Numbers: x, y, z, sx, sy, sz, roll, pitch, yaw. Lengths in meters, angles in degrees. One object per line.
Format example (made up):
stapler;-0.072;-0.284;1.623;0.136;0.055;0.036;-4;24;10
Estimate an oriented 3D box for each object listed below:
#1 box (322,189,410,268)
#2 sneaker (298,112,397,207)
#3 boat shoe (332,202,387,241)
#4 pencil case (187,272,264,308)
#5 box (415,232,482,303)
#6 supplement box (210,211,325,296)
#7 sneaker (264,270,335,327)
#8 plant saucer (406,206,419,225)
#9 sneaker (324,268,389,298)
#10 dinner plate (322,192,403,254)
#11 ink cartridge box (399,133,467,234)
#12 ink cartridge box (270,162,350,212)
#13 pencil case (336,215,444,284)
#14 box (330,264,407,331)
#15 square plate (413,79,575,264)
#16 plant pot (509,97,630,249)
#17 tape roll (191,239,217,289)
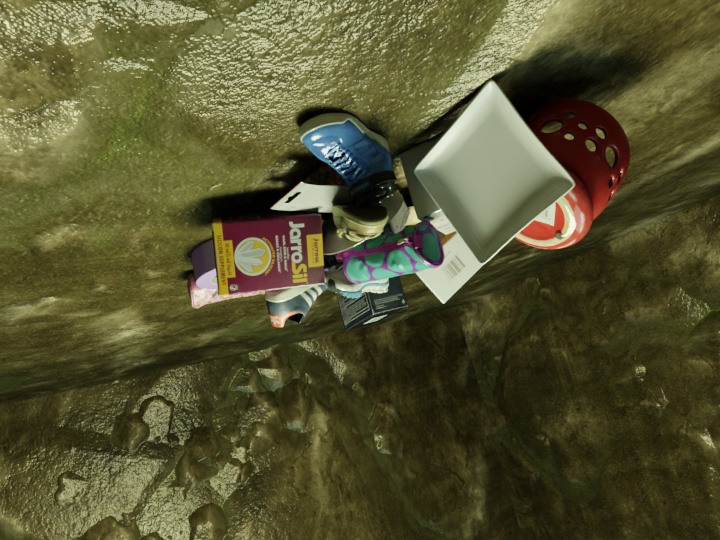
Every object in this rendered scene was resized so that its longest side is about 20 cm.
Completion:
box;-0.002;-0.083;1.085;0.196;0.061;0.118;-18;-152;30
sneaker;-0.010;-0.157;0.788;0.075;0.114;0.198;-22;166;29
boat shoe;-0.004;-0.074;0.859;0.071;0.065;0.200;-6;-167;-18
pencil case;-0.324;0.033;1.288;0.195;0.085;0.087;-12;168;-21
box;0.197;-0.036;1.276;0.152;0.106;0.200;-44;-164;4
supplement box;-0.170;-0.036;0.964;0.194;0.135;0.103;-7;-168;-14
sneaker;-0.117;0.055;1.053;0.073;0.087;0.198;10;-160;35
plant saucer;0.132;-0.121;1.184;0.194;0.037;0.200;-7;-179;0
sneaker;0.000;0.000;1.068;0.074;0.089;0.198;28;-160;28
dinner plate;-0.006;-0.102;1.022;0.196;0.025;0.202;-27;-154;14
ink cartridge box;0.177;-0.159;0.981;0.126;0.129;0.199;-21;166;23
ink cartridge box;-0.056;-0.147;0.923;0.196;0.052;0.108;-3;163;-42
pencil case;0.054;-0.031;0.945;0.091;0.088;0.197;22;155;-40
box;0.017;0.038;1.456;0.120;0.204;0.199;-11;167;-28
square plate;0.199;-0.147;0.813;0.028;0.202;0.198;-20;161;-48
plant pot;0.323;-0.150;0.878;0.184;0.200;0.200;-51;-176;-26
tape roll;-0.273;-0.020;1.164;0.194;0.068;0.200;-14;168;-3
